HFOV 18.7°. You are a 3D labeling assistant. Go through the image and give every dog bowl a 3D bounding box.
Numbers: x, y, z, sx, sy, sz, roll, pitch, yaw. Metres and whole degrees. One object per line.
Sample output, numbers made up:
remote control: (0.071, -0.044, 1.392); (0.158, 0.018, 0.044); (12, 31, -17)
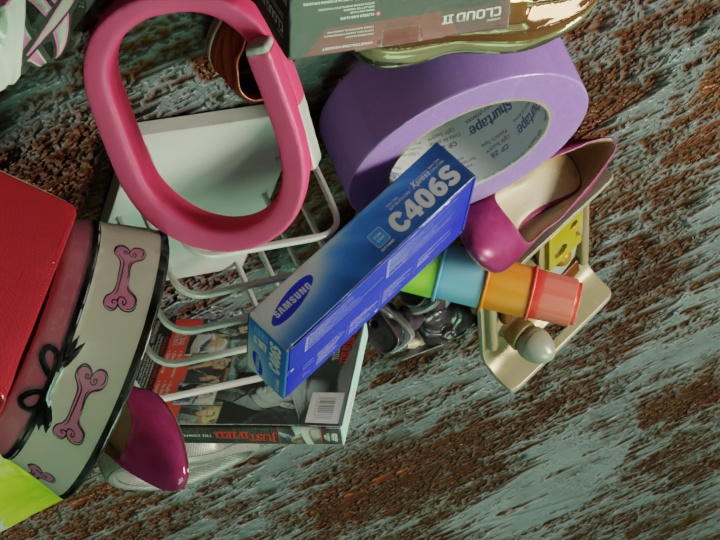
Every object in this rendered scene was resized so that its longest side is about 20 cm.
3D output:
dog bowl: (-0.205, 0.053, 1.534); (0.073, 0.201, 0.200); (22, 134, -15)

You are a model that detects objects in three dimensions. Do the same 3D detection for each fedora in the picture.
fedora: (-0.154, 0.132, 1.871); (0.199, 0.091, 0.177); (-9, 162, -32)

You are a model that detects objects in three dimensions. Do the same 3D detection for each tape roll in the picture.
tape roll: (0.071, -0.118, 1.668); (0.199, 0.066, 0.200); (-21, 158, -9)

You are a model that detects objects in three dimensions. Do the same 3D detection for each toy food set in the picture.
toy food set: (0.172, 0.010, 1.936); (0.143, 0.060, 0.201); (-42, 154, -19)

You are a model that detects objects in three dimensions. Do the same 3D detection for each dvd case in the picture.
dvd case: (-0.101, 0.087, 1.745); (0.198, 0.146, 0.022); (-2, 124, 10)

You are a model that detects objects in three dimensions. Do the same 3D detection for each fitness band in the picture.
fitness band: (-0.108, -0.102, 1.480); (0.142, 0.038, 0.201); (-8, 121, 17)

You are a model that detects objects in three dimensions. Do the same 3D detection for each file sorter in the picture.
file sorter: (-0.111, -0.012, 1.658); (0.138, 0.125, 0.201); (-11, 149, -26)

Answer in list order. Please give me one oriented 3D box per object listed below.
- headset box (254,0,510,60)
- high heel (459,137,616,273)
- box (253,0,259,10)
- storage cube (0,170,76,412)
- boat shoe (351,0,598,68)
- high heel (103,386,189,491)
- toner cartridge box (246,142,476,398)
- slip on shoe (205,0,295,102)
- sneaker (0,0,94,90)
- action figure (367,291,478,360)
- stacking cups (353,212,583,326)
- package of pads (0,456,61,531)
headset box: (0.015, -0.222, 1.316); (0.148, 0.077, 0.201); (-11, 129, -15)
high heel: (0.147, -0.059, 1.783); (0.096, 0.068, 0.200); (-32, 179, 28)
box: (0.015, -0.256, 1.375); (0.199, 0.049, 0.162); (-22, 131, -10)
storage cube: (-0.314, 0.030, 1.439); (0.199, 0.181, 0.171); (25, 134, -11)
boat shoe: (0.084, -0.199, 1.553); (0.199, 0.076, 0.074); (-17, 148, -18)
high heel: (-0.215, 0.106, 1.649); (0.096, 0.200, 0.068); (-6, 125, -46)
toner cartridge box: (0.000, 0.000, 1.618); (0.200, 0.043, 0.095); (-43, 163, -20)
slip on shoe: (-0.045, -0.194, 1.465); (0.074, 0.061, 0.201); (-1, 139, -34)
sneaker: (-0.200, -0.194, 1.345); (0.086, 0.081, 0.200); (-25, 163, -27)
action figure: (0.059, 0.031, 1.933); (0.130, 0.070, 0.200); (-39, 165, 11)
stacking cups: (0.083, 0.006, 1.807); (0.198, 0.061, 0.061); (16, 145, -1)
package of pads: (-0.338, 0.165, 1.831); (0.154, 0.069, 0.200); (-28, 153, 5)
